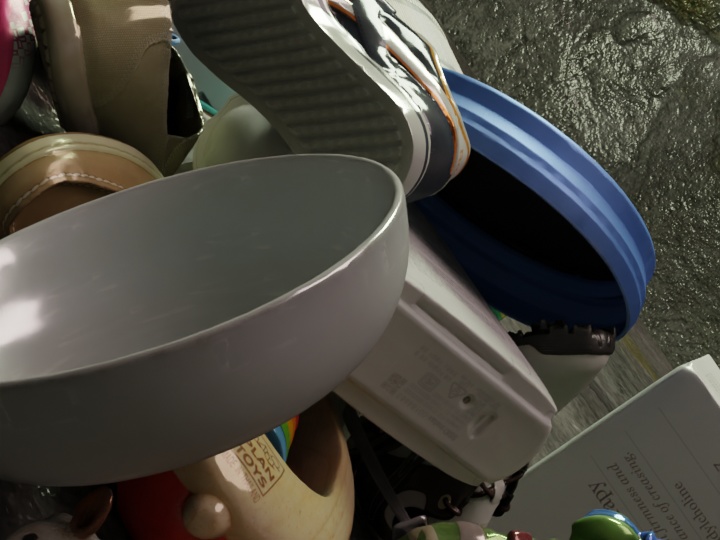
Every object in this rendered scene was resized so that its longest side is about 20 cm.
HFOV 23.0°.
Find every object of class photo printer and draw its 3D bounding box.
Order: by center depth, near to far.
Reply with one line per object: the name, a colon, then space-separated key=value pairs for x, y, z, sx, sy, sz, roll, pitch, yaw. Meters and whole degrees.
photo printer: x=0.000 y=0.000 z=0.889 sx=0.166 sy=0.069 sz=0.200 roll=39 pitch=13 yaw=-39

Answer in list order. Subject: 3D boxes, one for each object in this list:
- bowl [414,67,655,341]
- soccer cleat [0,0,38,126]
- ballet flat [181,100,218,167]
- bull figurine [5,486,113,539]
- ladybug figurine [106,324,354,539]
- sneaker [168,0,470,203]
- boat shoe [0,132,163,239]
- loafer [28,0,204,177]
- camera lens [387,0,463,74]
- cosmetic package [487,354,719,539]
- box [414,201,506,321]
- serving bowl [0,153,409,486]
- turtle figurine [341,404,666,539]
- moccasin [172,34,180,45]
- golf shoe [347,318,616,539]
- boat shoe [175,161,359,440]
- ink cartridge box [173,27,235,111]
bowl: x=0.070 y=-0.037 z=0.952 sx=0.200 sy=0.039 sz=0.201 roll=33 pitch=-17 yaw=11
soccer cleat: x=-0.181 y=-0.133 z=0.892 sx=0.086 sy=0.070 sz=0.200 roll=25 pitch=27 yaw=-40
ballet flat: x=-0.126 y=-0.089 z=0.975 sx=0.070 sy=0.069 sz=0.200 roll=57 pitch=3 yaw=16
bull figurine: x=-0.052 y=0.162 z=0.606 sx=0.200 sy=0.065 sz=0.122 roll=43 pitch=20 yaw=-34
ladybug figurine: x=-0.061 y=0.077 z=0.774 sx=0.136 sy=0.072 sz=0.200 roll=56 pitch=11 yaw=-6
sneaker: x=-0.025 y=-0.109 z=0.847 sx=0.200 sy=0.078 sz=0.079 roll=55 pitch=28 yaw=17
boat shoe: x=-0.104 y=-0.003 z=0.837 sx=0.066 sy=0.074 sz=0.200 roll=54 pitch=11 yaw=29
loafer: x=-0.110 y=-0.069 z=0.871 sx=0.200 sy=0.068 sz=0.076 roll=85 pitch=-10 yaw=-64
camera lens: x=0.003 y=-0.130 z=1.383 sx=0.160 sy=0.160 sz=0.200 roll=46 pitch=14 yaw=-30
cosmetic package: x=0.174 y=0.176 z=1.091 sx=0.168 sy=0.200 sz=0.166 roll=55 pitch=12 yaw=9
box: x=0.029 y=-0.038 z=1.110 sx=0.200 sy=0.048 sz=0.117 roll=50 pitch=14 yaw=-29
serving bowl: x=-0.073 y=0.024 z=0.646 sx=0.200 sy=0.199 sz=0.066 roll=-91 pitch=166 yaw=-70
turtle figurine: x=0.057 y=0.195 z=0.868 sx=0.194 sy=0.199 sz=0.144 roll=-62 pitch=162 yaw=-52
moccasin: x=-0.149 y=-0.154 z=1.002 sx=0.068 sy=0.080 sz=0.200 roll=51 pitch=-11 yaw=19
golf shoe: x=0.072 y=0.094 z=0.969 sx=0.078 sy=0.200 sz=0.095 roll=4 pitch=62 yaw=-40
boat shoe: x=-0.046 y=0.021 z=0.993 sx=0.071 sy=0.070 sz=0.201 roll=25 pitch=28 yaw=-55
ink cartridge box: x=-0.058 y=-0.057 z=1.133 sx=0.200 sy=0.084 sz=0.144 roll=60 pitch=14 yaw=19
